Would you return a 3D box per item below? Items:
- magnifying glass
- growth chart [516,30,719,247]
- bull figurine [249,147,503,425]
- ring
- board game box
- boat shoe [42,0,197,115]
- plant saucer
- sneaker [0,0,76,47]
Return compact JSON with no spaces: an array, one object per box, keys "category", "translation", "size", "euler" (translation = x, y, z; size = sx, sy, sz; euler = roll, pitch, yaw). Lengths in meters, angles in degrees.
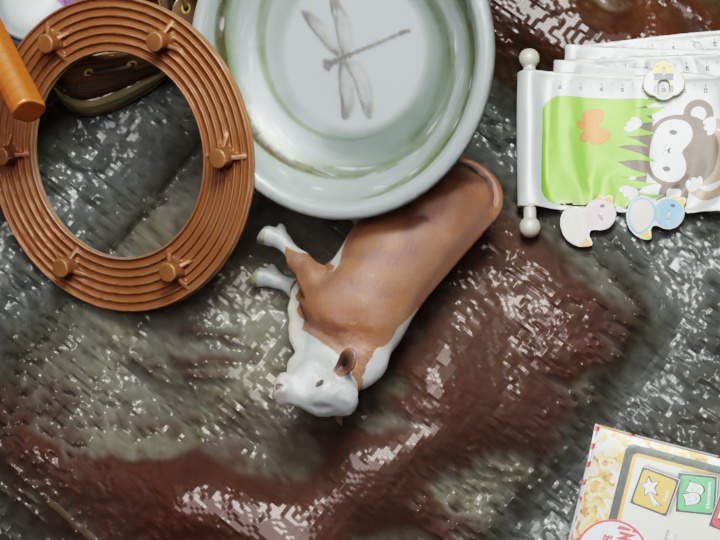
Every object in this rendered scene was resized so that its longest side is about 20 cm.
[{"category":"magnifying glass","translation":[-0.252,-0.177,1.248],"size":[0.022,0.079,0.201],"euler":[-41,63,19]},{"category":"growth chart","translation":[0.192,-0.093,1.247],"size":[0.198,0.018,0.146],"euler":[-9,74,5]},{"category":"bull figurine","translation":[0.000,0.000,1.218],"size":[0.121,0.065,0.200],"euler":[38,77,22]},{"category":"ring","translation":[-0.157,-0.072,1.232],"size":[0.198,0.019,0.203],"euler":[6,102,27]},{"category":"board game box","translation":[0.216,0.190,1.145],"size":[0.198,0.046,0.153],"euler":[14,76,11]},{"category":"boat shoe","translation":[-0.120,-0.173,1.283],"size":[0.199,0.068,0.072],"euler":[-29,72,-2]},{"category":"plant saucer","translation":[-0.007,-0.134,1.194],"size":[0.198,0.050,0.203],"euler":[3,97,22]},{"category":"sneaker","translation":[-0.199,-0.252,1.294],"size":[0.072,0.114,0.202],"euler":[20,78,11]}]
